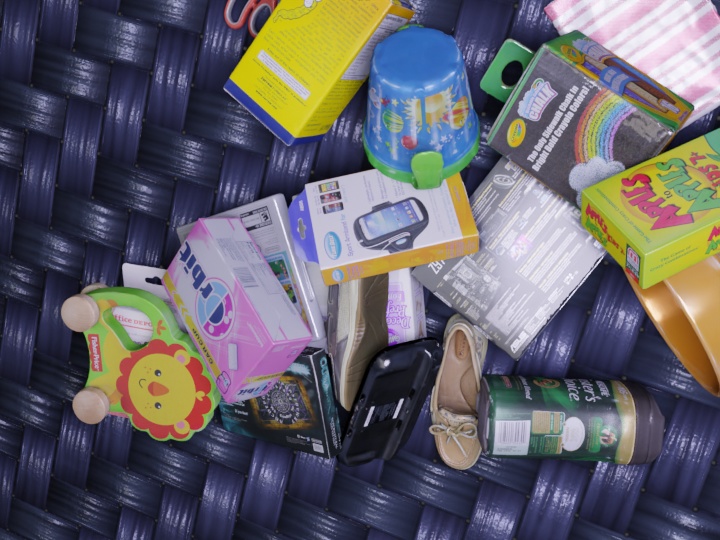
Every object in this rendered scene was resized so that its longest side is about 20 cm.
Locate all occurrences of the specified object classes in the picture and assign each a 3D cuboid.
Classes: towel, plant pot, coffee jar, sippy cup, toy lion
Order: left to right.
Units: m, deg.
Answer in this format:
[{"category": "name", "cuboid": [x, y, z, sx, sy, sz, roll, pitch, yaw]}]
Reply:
[{"category": "toy lion", "cuboid": [-0.273, 0.121, 1.118, 0.190, 0.069, 0.202, 0, 105, 11]}, {"category": "sippy cup", "cuboid": [0.064, -0.186, 0.947, 0.139, 0.131, 0.178, -36, 61, -15]}, {"category": "coffee jar", "cuboid": [0.235, 0.168, 0.986, 0.198, 0.104, 0.086, 3, 100, -1]}, {"category": "towel", "cuboid": [0.311, -0.246, 0.937, 0.146, 0.030, 0.201, -35, 89, 22]}, {"category": "plant pot", "cuboid": [0.388, -0.004, 0.886, 0.183, 0.200, 0.201, -31, 90, 6]}]

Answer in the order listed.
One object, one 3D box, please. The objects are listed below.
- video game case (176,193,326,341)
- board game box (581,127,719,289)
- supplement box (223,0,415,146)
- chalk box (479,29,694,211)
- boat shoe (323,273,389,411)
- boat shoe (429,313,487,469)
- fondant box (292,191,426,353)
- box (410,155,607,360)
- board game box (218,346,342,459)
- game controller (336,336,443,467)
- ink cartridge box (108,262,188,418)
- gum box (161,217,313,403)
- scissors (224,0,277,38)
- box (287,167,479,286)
[{"category": "video game case", "cuboid": [-0.142, 0.012, 1.109, 0.199, 0.024, 0.183, -13, 97, 41]}, {"category": "board game box", "cuboid": [0.319, -0.069, 0.814, 0.199, 0.102, 0.048, -24, 137, -9]}, {"category": "supplement box", "cuboid": [-0.046, -0.258, 1.011, 0.109, 0.109, 0.200, 42, 110, 6]}, {"category": "chalk box", "cuboid": [0.224, -0.166, 0.918, 0.200, 0.124, 0.125, 39, 125, 13]}, {"category": "boat shoe", "cuboid": [-0.010, 0.066, 1.031, 0.066, 0.071, 0.202, 23, 118, 39]}, {"category": "boat shoe", "cuboid": [0.117, 0.153, 1.065, 0.073, 0.063, 0.202, 2, 102, 18]}, {"category": "fondant box", "cuboid": [0.000, 0.000, 1.076, 0.143, 0.058, 0.202, -2, 102, 18]}, {"category": "box", "cuboid": [0.180, -0.024, 1.001, 0.160, 0.044, 0.200, 38, 100, 7]}, {"category": "board game box", "cuboid": [-0.112, 0.153, 1.096, 0.199, 0.028, 0.136, 5, 110, 41]}, {"category": "game controller", "cuboid": [0.034, 0.162, 1.056, 0.042, 0.104, 0.201, 59, 141, 43]}, {"category": "ink cartridge box", "cuboid": [-0.291, 0.100, 1.182, 0.116, 0.067, 0.202, 8, 107, 17]}, {"category": "gum box", "cuboid": [-0.155, 0.040, 1.041, 0.114, 0.066, 0.201, -49, 62, 32]}, {"category": "scissors", "cuboid": [-0.096, -0.371, 1.054, 0.073, 0.014, 0.201, 39, 112, 9]}, {"category": "box", "cuboid": [0.022, -0.056, 0.971, 0.198, 0.042, 0.120, -13, 58, 2]}]
